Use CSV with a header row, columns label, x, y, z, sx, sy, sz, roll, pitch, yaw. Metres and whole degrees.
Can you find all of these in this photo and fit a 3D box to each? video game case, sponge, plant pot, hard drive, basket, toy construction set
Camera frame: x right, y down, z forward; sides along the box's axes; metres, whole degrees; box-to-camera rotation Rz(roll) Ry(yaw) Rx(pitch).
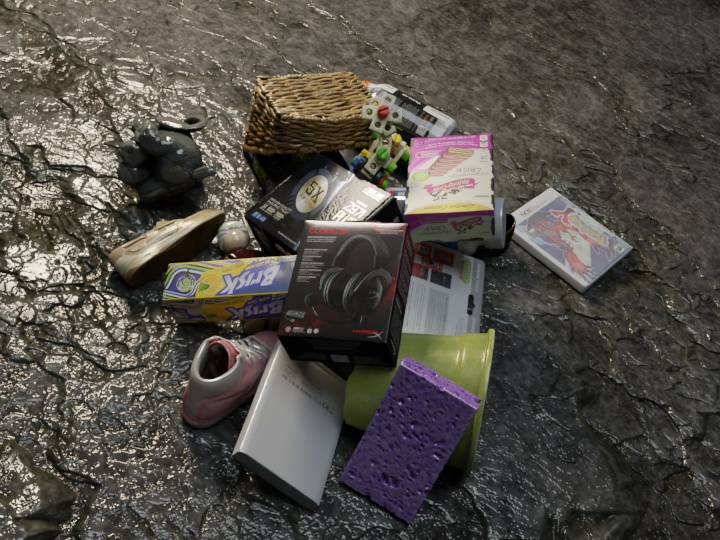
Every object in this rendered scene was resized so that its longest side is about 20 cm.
label,x,y,z,sx,sy,sz,roll,pitch,yaw
video game case,0.382,-0.061,1.659,0.200,0.023,0.182,41,47,20
sponge,0.061,0.217,1.135,0.111,0.201,0.030,30,26,10
plant pot,0.076,0.163,1.219,0.182,0.202,0.201,10,43,6
hard drive,-0.085,0.200,1.188,0.132,0.027,0.201,39,39,-18
basket,-0.079,-0.233,1.500,0.198,0.150,0.143,-10,47,-30
toy construction set,0.034,-0.191,1.415,0.092,0.200,0.131,37,79,12

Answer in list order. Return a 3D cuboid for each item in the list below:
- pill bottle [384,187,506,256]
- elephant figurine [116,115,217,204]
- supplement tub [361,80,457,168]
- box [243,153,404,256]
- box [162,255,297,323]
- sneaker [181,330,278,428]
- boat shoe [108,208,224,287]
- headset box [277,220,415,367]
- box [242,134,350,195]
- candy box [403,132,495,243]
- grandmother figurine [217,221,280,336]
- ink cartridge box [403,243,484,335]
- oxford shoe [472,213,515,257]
label,x,y,z,sx,sy,sz,roll,pitch,yaw
pill bottle,0.135,-0.079,1.453,0.198,0.113,0.113,2,41,14
elephant figurine,-0.314,-0.207,1.483,0.155,0.141,0.200,45,24,-15
supplement tub,0.072,-0.271,1.681,0.199,0.123,0.123,30,44,10
box,-0.055,-0.071,1.378,0.164,0.086,0.200,-41,46,-16
box,-0.175,0.028,1.273,0.198,0.070,0.065,-4,56,8
sneaker,-0.162,0.122,1.216,0.075,0.105,0.200,32,44,20
boat shoe,-0.293,-0.051,1.365,0.064,0.072,0.200,39,47,18
headset box,-0.013,0.020,1.189,0.147,0.077,0.202,3,60,15
box,-0.100,-0.171,1.575,0.159,0.044,0.201,-9,50,-27
candy box,0.140,-0.130,1.378,0.135,0.061,0.201,-3,43,9
grandmother figurine,-0.170,0.004,1.367,0.120,0.061,0.201,-3,50,-34
ink cartridge box,0.093,0.055,1.375,0.174,0.084,0.201,18,50,-6
oxford shoe,0.186,-0.059,1.538,0.199,0.085,0.073,-23,61,-29
